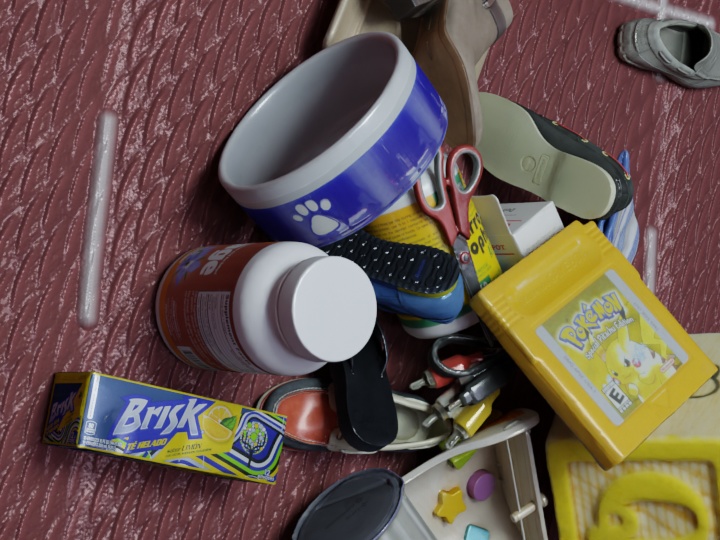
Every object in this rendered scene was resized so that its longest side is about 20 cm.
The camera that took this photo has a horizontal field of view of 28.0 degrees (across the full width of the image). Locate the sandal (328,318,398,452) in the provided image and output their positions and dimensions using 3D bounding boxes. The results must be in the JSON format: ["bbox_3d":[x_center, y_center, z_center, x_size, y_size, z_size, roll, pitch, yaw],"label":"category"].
[{"bbox_3d":[-0.001,0.068,1.342,0.076,0.043,0.201,-1,64,-39],"label":"sandal"}]

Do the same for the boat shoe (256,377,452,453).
[{"bbox_3d":[-0.005,0.141,1.366,0.200,0.062,0.071,10,85,-36],"label":"boat shoe"}]

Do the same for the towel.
[{"bbox_3d":[0.271,-0.023,1.537,0.200,0.024,0.147,61,45,-66],"label":"towel"}]

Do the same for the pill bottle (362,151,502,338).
[{"bbox_3d":[0.056,-0.046,1.385,0.113,0.113,0.200,-35,109,-33],"label":"pill bottle"}]

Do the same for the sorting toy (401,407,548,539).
[{"bbox_3d":[0.092,0.240,1.422,0.180,0.107,0.201,-22,117,-20],"label":"sorting toy"}]

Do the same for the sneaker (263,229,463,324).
[{"bbox_3d":[0.000,0.000,1.325,0.079,0.200,0.066,86,29,-54],"label":"sneaker"}]

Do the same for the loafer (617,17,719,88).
[{"bbox_3d":[0.383,-0.252,1.668,0.199,0.070,0.070,2,88,-37],"label":"loafer"}]

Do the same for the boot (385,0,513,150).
[{"bbox_3d":[0.100,-0.224,1.382,0.146,0.070,0.201,-29,99,-48],"label":"boot"}]

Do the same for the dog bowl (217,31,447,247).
[{"bbox_3d":[-0.025,-0.115,1.270,0.079,0.200,0.200,50,61,-28],"label":"dog bowl"}]

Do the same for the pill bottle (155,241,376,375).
[{"bbox_3d":[-0.080,0.032,1.223,0.112,0.200,0.113,1,88,-38],"label":"pill bottle"}]

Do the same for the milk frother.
[{"bbox_3d":[0.029,0.317,1.289,0.180,0.200,0.188,-40,115,-12],"label":"milk frother"}]

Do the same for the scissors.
[{"bbox_3d":[0.086,-0.022,1.334,0.073,0.014,0.201,-10,101,-26],"label":"scissors"}]

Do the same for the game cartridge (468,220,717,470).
[{"bbox_3d":[0.221,0.062,1.355,0.176,0.032,0.200,-34,83,-37],"label":"game cartridge"}]

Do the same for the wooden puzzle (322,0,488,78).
[{"bbox_3d":[0.051,-0.249,1.432,0.200,0.046,0.186,33,70,-37],"label":"wooden puzzle"}]

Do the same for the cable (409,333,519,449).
[{"bbox_3d":[0.137,0.084,1.392,0.200,0.050,0.097,-30,90,-23],"label":"cable"}]

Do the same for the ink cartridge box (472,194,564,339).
[{"bbox_3d":[0.160,-0.003,1.460,0.067,0.117,0.200,-37,111,-29],"label":"ink cartridge box"}]

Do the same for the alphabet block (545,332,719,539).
[{"bbox_3d":[0.306,0.196,1.461,0.200,0.195,0.197,-60,141,-57],"label":"alphabet block"}]

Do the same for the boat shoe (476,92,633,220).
[{"bbox_3d":[0.185,-0.115,1.458,0.063,0.201,0.074,-8,128,-54],"label":"boat shoe"}]

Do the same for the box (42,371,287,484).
[{"bbox_3d":[-0.165,0.136,1.237,0.200,0.070,0.065,17,77,-36],"label":"box"}]
